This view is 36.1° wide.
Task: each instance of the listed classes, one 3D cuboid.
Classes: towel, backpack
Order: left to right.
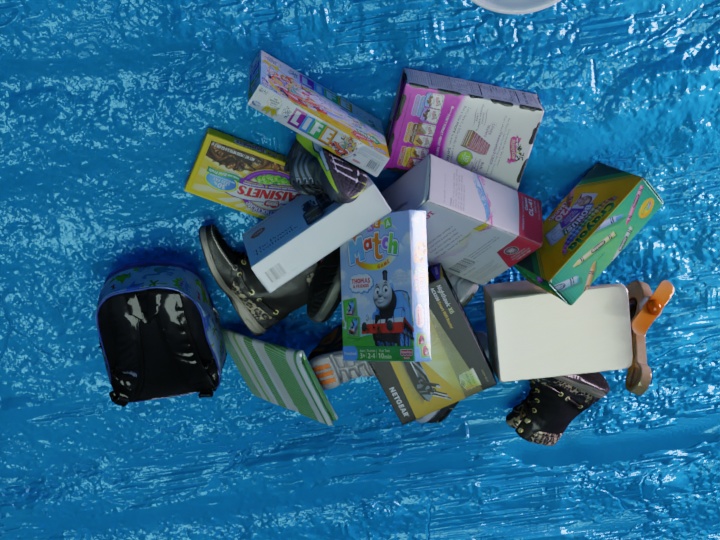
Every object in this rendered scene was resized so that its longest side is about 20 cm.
[{"bbox_3d":[-0.302,0.080,1.660,0.183,0.147,0.200,-6,124,4],"label":"backpack"},{"bbox_3d":[-0.130,0.161,1.719,0.023,0.200,0.153,-44,125,-28],"label":"towel"}]

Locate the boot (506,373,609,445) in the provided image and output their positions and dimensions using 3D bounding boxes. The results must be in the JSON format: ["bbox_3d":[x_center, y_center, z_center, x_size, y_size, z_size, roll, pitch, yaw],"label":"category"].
[{"bbox_3d":[0.286,0.200,1.804,0.200,0.073,0.151,22,121,-19],"label":"boot"}]

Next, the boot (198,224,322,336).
[{"bbox_3d":[-0.139,-0.008,1.657,0.150,0.073,0.200,-24,115,8],"label":"boot"}]

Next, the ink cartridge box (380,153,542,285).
[{"bbox_3d":[0.138,-0.069,1.578,0.200,0.086,0.148,22,146,-25],"label":"ink cartridge box"}]

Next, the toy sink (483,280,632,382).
[{"bbox_3d":[0.293,0.082,1.662,0.200,0.112,0.131,-7,100,0],"label":"toy sink"}]

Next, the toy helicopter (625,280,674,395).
[{"bbox_3d":[0.422,0.097,1.674,0.079,0.200,0.132,20,137,-15],"label":"toy helicopter"}]

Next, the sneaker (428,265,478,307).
[{"bbox_3d":[0.097,0.052,1.716,0.099,0.078,0.200,47,129,9],"label":"sneaker"}]

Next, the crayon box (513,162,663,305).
[{"bbox_3d":[0.321,-0.055,1.580,0.200,0.119,0.058,-47,116,-2],"label":"crayon box"}]

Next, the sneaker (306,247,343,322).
[{"bbox_3d":[0.000,0.000,1.626,0.114,0.076,0.200,32,74,-27],"label":"sneaker"}]

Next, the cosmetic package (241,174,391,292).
[{"bbox_3d":[-0.065,-0.066,1.534,0.200,0.151,0.052,-34,110,1],"label":"cosmetic package"}]

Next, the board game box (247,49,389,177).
[{"bbox_3d":[-0.058,-0.213,1.490,0.200,0.135,0.034,28,114,-19],"label":"board game box"}]

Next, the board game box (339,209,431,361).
[{"bbox_3d":[0.032,0.024,1.510,0.037,0.151,0.200,2,86,-39],"label":"board game box"}]

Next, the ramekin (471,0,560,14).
[{"bbox_3d":[0.195,-0.433,1.383,0.200,0.098,0.201,-1,123,-1],"label":"ramekin"}]

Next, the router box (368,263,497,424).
[{"bbox_3d":[0.090,0.110,1.626,0.157,0.052,0.200,-25,112,9],"label":"router box"}]

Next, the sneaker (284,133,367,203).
[{"bbox_3d":[-0.052,-0.130,1.501,0.074,0.200,0.081,24,107,-26],"label":"sneaker"}]

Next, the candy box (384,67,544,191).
[{"bbox_3d":[0.141,-0.196,1.554,0.200,0.061,0.137,11,122,-9],"label":"candy box"}]

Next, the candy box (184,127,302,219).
[{"bbox_3d":[-0.145,-0.126,1.607,0.200,0.026,0.102,19,121,-15],"label":"candy box"}]

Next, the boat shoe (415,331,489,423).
[{"bbox_3d":[0.156,0.176,1.799,0.057,0.069,0.200,19,123,-36],"label":"boat shoe"}]

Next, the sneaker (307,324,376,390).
[{"bbox_3d":[0.009,0.117,1.719,0.200,0.112,0.078,-11,113,8],"label":"sneaker"}]
